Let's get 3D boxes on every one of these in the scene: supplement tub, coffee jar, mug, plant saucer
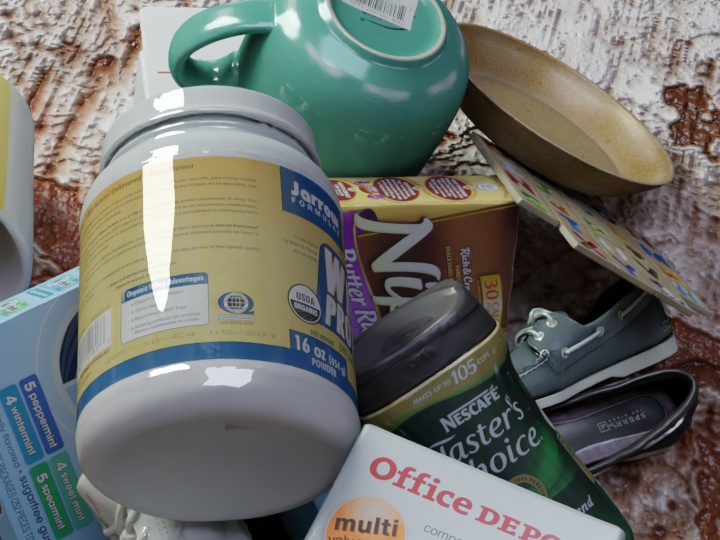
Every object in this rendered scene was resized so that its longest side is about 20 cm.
[{"bbox_3d":[-0.078,0.017,0.889,0.144,0.145,0.200,2,57,-11],"label":"supplement tub"},{"bbox_3d":[0.072,0.109,1.009,0.104,0.085,0.200,-34,96,-2],"label":"coffee jar"},{"bbox_3d":[-0.271,-0.073,1.070,0.149,0.187,0.153,14,44,-12],"label":"mug"},{"bbox_3d":[-0.016,-0.133,1.120,0.185,0.114,0.152,-21,67,-37],"label":"mug"},{"bbox_3d":[0.137,-0.111,1.226,0.200,0.035,0.200,27,25,-14],"label":"plant saucer"}]

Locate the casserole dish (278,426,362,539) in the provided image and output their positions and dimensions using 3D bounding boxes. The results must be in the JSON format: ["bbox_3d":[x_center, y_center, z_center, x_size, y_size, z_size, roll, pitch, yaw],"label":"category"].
[{"bbox_3d":[0.002,0.161,0.992,0.200,0.039,0.121,61,25,5],"label":"casserole dish"}]

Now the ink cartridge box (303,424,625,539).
[{"bbox_3d":[0.028,0.207,0.829,0.145,0.145,0.200,21,66,16],"label":"ink cartridge box"}]

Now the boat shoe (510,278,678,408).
[{"bbox_3d":[0.126,0.052,1.115,0.200,0.073,0.062,-17,97,-30],"label":"boat shoe"}]

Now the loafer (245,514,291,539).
[{"bbox_3d":[-0.053,0.204,0.991,0.072,0.073,0.200,48,41,-25],"label":"loafer"}]

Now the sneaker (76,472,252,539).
[{"bbox_3d":[-0.111,0.146,0.925,0.099,0.078,0.200,15,43,-19],"label":"sneaker"}]

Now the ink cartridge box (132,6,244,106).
[{"bbox_3d":[-0.097,-0.091,1.182,0.116,0.067,0.200,-1,55,-14],"label":"ink cartridge box"}]

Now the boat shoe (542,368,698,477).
[{"bbox_3d":[0.135,0.110,1.094,0.200,0.057,0.067,-19,62,-24],"label":"boat shoe"}]

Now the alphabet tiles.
[{"bbox_3d":[0.156,-0.033,1.146,0.166,0.006,0.200,29,15,-21],"label":"alphabet tiles"}]

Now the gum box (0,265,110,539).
[{"bbox_3d":[-0.139,0.078,1.000,0.200,0.170,0.045,-27,20,-28],"label":"gum box"}]

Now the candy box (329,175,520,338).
[{"bbox_3d":[0.000,0.000,1.103,0.200,0.117,0.056,-3,24,-14],"label":"candy box"}]
